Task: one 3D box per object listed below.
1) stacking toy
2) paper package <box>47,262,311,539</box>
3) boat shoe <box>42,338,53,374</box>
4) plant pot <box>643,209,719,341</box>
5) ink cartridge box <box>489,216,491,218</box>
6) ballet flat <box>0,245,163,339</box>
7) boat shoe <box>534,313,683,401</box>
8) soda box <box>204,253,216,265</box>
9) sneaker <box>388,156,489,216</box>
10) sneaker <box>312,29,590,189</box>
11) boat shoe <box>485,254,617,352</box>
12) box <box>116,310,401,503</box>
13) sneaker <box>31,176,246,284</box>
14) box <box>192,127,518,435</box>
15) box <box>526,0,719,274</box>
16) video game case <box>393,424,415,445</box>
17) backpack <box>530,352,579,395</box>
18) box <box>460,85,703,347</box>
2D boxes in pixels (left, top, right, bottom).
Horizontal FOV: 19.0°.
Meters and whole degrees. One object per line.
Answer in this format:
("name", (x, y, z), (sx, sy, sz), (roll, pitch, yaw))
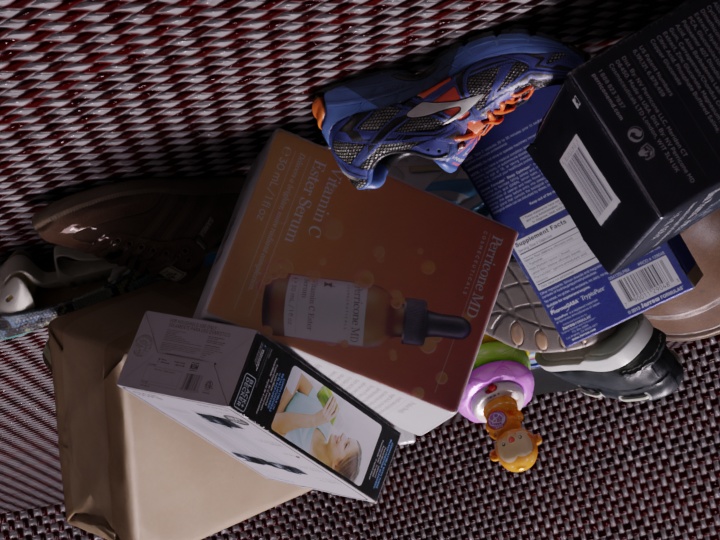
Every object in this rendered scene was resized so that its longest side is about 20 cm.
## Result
("stacking toy", (0.104, 0.086, 1.791), (0.115, 0.201, 0.110), (-21, 139, 3))
("paper package", (-0.133, 0.107, 1.706), (0.199, 0.192, 0.103), (-20, -154, -38))
("boat shoe", (-0.172, 0.047, 1.765), (0.199, 0.072, 0.076), (-10, 142, -50))
("plant pot", (0.232, -0.057, 1.731), (0.199, 0.202, 0.198), (-18, 163, 22))
("ink cartridge box", (0.192, -0.048, 1.900), (0.199, 0.118, 0.067), (-13, 169, -13))
("ballet flat", (-0.248, 0.002, 1.752), (0.199, 0.075, 0.074), (-18, 170, 13))
("boat shoe", (0.199, 0.073, 1.743), (0.076, 0.060, 0.200), (-45, -169, -5))
("soda box", (-0.043, -0.026, 1.844), (0.199, 0.065, 0.068), (-13, 171, -12))
("sneaker", (0.052, -0.065, 1.735), (0.199, 0.081, 0.077), (-26, 170, -6))
("sneaker", (0.068, -0.109, 1.482), (0.199, 0.079, 0.075), (-17, 171, 20))
("boat shoe", (0.115, 0.017, 1.719), (0.199, 0.076, 0.072), (10, -163, 23))
("box", (-0.072, 0.103, 1.595), (0.116, 0.060, 0.200), (8, 159, 39))
("sneaker", (-0.153, -0.027, 1.642), (0.199, 0.076, 0.070), (-8, 169, -37))
("box", (-0.007, 0.011, 1.601), (0.199, 0.153, 0.106), (22, 163, -7))
("box", (0.236, -0.110, 1.463), (0.199, 0.118, 0.197), (-32, 173, -8))
("video game case", (0.029, 0.061, 1.933), (0.017, 0.144, 0.200), (-11, -169, 4))
("backpack", (0.128, 0.014, 1.987), (0.181, 0.201, 0.135), (-10, 155, -10))
("box", (0.156, -0.054, 1.608), (0.121, 0.201, 0.032), (-26, -171, 32))
